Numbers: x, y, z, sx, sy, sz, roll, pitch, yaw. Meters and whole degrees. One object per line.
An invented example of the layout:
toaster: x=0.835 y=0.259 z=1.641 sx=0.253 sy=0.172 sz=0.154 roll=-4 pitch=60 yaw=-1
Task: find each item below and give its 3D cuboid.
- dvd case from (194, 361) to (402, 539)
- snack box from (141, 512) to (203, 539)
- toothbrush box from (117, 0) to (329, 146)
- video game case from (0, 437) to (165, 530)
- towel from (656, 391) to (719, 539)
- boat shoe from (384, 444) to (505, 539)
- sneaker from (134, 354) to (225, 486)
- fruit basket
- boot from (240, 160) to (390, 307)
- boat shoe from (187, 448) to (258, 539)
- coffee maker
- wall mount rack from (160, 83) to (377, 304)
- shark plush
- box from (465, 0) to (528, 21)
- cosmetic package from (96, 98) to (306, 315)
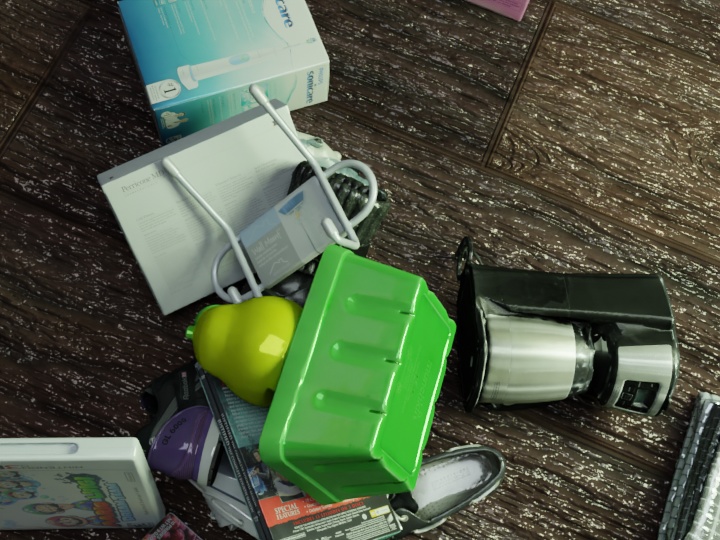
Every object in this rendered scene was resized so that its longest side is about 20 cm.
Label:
dvd case: x=-0.055 y=0.162 z=0.864 sx=0.146 sy=0.022 sz=0.200 roll=-4 pitch=63 yaw=-45
snack box: x=-0.147 y=0.335 z=0.846 sx=0.200 sy=0.053 sz=0.142 roll=39 pitch=50 yaw=10
toothbrush box: x=-0.151 y=-0.244 z=1.064 sx=0.200 sy=0.085 sz=0.147 roll=-19 pitch=71 yaw=-10
video game case: x=-0.274 y=0.191 z=0.835 sx=0.182 sy=0.200 sz=0.024 roll=0 pitch=60 yaw=-4
towel: x=0.398 y=0.227 z=0.933 sx=0.165 sy=0.086 sz=0.200 roll=24 pitch=70 yaw=4
boat shoe: x=0.049 y=0.222 z=0.921 sx=0.200 sy=0.060 sz=0.074 roll=-17 pitch=74 yaw=-10
sneaker: x=-0.159 y=0.108 z=0.904 sx=0.087 sy=0.076 sz=0.200 roll=13 pitch=37 yaw=-2
fruit basket: x=-0.042 y=0.086 z=0.827 sx=0.215 sy=0.156 sz=0.216 roll=-14 pitch=54 yaw=20
boot: x=-0.001 y=0.000 z=0.949 sx=0.211 sy=0.079 sz=0.158 roll=29 pitch=96 yaw=-4
boat shoe: x=-0.117 y=0.217 z=0.907 sx=0.200 sy=0.074 sz=0.065 roll=27 pitch=105 yaw=22
coffee maker: x=0.203 y=0.050 z=0.957 sx=0.200 sy=0.135 sz=0.192 roll=3 pitch=69 yaw=-4
wall mount rack: x=-0.092 y=-0.063 z=0.892 sx=0.200 sy=0.075 sz=0.174 roll=-35 pitch=69 yaw=18
shark plush: x=-0.072 y=-0.108 z=1.052 sx=0.200 sy=0.091 sz=0.083 roll=16 pitch=89 yaw=-20
box: x=0.191 y=-0.427 z=1.096 sx=0.097 sy=0.200 sz=0.176 roll=22 pitch=69 yaw=4
cosmetic package: x=-0.144 y=-0.066 z=0.972 sx=0.200 sy=0.052 sz=0.151 roll=-25 pitch=117 yaw=-11
